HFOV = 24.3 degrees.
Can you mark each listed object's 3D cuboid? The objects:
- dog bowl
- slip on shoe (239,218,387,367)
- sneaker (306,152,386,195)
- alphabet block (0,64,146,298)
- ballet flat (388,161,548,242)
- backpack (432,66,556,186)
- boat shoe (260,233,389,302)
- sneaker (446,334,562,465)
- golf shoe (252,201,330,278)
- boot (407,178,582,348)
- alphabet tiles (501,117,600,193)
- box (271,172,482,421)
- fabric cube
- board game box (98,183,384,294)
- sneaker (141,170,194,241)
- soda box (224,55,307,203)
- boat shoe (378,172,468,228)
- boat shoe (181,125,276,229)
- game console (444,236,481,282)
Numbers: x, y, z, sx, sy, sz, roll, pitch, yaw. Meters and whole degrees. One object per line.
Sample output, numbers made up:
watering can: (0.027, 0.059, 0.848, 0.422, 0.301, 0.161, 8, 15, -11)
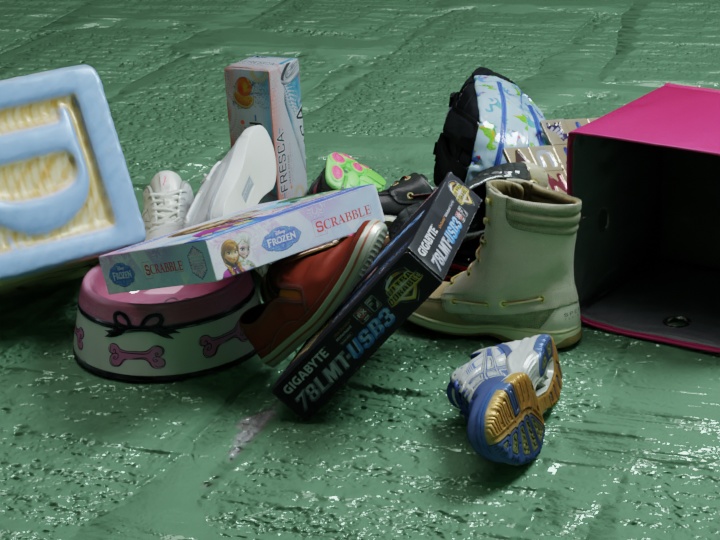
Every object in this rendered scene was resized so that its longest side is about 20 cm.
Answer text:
dog bowl: (-0.191, 0.036, 1.665, 0.199, 0.074, 0.200, -4, 21, 1)
slip on shoe: (-0.046, 0.015, 1.518, 0.200, 0.061, 0.074, -44, 5, 39)
sneaker: (-0.021, -0.086, 1.910, 0.077, 0.084, 0.200, 30, 2, -1)
alphabet block: (-0.362, -0.082, 1.736, 0.195, 0.197, 0.200, -14, -3, -27)
ballet flat: (0.118, -0.059, 1.705, 0.199, 0.067, 0.057, -25, 19, -28)
backpack: (0.151, -0.134, 1.914, 0.153, 0.164, 0.200, 22, 12, 6)
boat shoe: (0.000, 0.000, 1.694, 0.199, 0.072, 0.068, -11, -19, -19)
sneaker: (0.113, 0.117, 1.435, 0.088, 0.076, 0.200, -8, 12, 21)
golf shoe: (-0.089, -0.020, 1.790, 0.199, 0.078, 0.088, 8, 30, 28)
boot: (0.121, -0.014, 1.625, 0.199, 0.155, 0.072, 9, 24, 26)
alphabet tiles: (0.253, -0.097, 1.824, 0.199, 0.008, 0.168, -5, 61, -31)
box: (0.019, 0.022, 1.531, 0.050, 0.200, 0.199, 40, 27, -5)
fabric cube: (0.334, -0.056, 1.639, 0.195, 0.201, 0.199, 12, 25, 34)
board game box: (-0.114, -0.029, 1.581, 0.199, 0.041, 0.199, -20, 8, -37)
sneaker: (-0.214, -0.057, 1.831, 0.077, 0.100, 0.200, -7, 12, -7)
soda box: (-0.106, -0.142, 1.923, 0.063, 0.201, 0.068, 8, 23, 28)
boat shoe: (0.059, -0.072, 1.801, 0.200, 0.063, 0.074, 2, -5, 2)
boat shoe: (-0.142, -0.087, 1.796, 0.068, 0.072, 0.200, -11, 38, 21)
game console: (0.175, -0.008, 1.782, 0.199, 0.031, 0.176, 17, 23, 40)
